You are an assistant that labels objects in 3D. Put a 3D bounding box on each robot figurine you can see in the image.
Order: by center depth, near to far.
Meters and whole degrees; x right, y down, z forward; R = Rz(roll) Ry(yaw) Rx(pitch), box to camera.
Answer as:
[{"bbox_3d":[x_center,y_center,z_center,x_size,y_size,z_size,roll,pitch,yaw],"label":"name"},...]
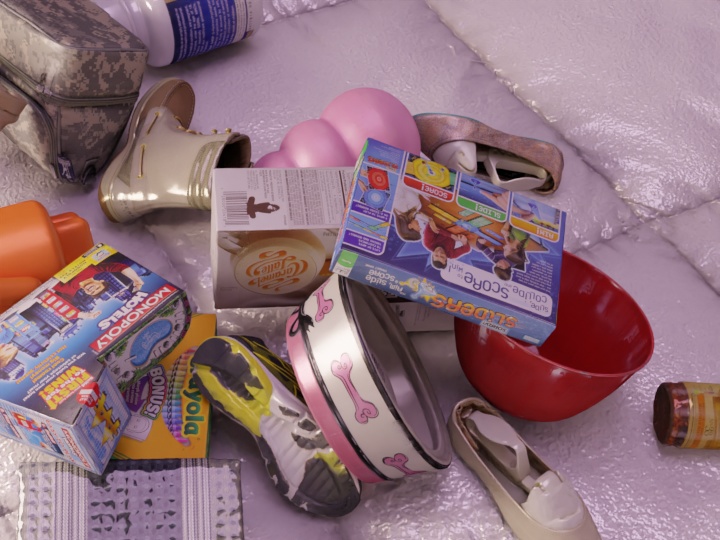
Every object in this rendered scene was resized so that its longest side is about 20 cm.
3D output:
[{"bbox_3d":[-0.356,0.001,1.138,0.198,0.117,0.145,-17,56,-21],"label":"robot figurine"}]

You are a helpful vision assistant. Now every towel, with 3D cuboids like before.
[{"bbox_3d":[-0.186,0.253,0.954,0.190,0.035,0.203,0,67,-8],"label":"towel"}]

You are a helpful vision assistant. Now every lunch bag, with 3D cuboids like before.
[{"bbox_3d":[-0.345,-0.208,1.304,0.199,0.169,0.139,35,30,25],"label":"lunch bag"}]

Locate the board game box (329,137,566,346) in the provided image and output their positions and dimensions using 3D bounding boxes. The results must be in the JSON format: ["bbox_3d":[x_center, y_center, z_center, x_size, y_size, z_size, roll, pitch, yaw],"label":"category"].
[{"bbox_3d":[0.081,-0.027,1.040,0.198,0.035,0.137,20,51,-7],"label":"board game box"}]

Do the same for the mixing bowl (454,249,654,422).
[{"bbox_3d":[0.167,0.070,1.126,0.198,0.109,0.201,15,34,-10],"label":"mixing bowl"}]

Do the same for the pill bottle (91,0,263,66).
[{"bbox_3d":[-0.231,-0.318,1.447,0.198,0.121,0.120,-25,54,-26],"label":"pill bottle"}]

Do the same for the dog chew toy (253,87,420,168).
[{"bbox_3d":[-0.033,-0.117,1.288,0.198,0.125,0.125,-28,55,-19],"label":"dog chew toy"}]

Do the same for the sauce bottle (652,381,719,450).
[{"bbox_3d":[0.383,0.141,1.131,0.197,0.066,0.067,1,47,-3],"label":"sauce bottle"}]

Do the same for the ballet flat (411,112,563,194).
[{"bbox_3d":[0.141,-0.128,1.338,0.197,0.068,0.068,10,58,-11],"label":"ballet flat"}]

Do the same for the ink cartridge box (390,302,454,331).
[{"bbox_3d":[0.000,0.000,1.215,0.197,0.068,0.117,0,47,-9],"label":"ink cartridge box"}]

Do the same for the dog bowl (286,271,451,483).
[{"bbox_3d":[0.004,0.098,1.051,0.073,0.200,0.202,-27,48,12],"label":"dog bowl"}]

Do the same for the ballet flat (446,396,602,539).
[{"bbox_3d":[0.148,0.188,1.060,0.069,0.070,0.200,-27,56,-28],"label":"ballet flat"}]

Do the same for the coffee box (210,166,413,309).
[{"bbox_3d":[-0.041,-0.031,1.115,0.197,0.115,0.080,-1,51,-10],"label":"coffee box"}]

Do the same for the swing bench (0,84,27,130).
[{"bbox_3d":[-0.453,-0.134,1.187,0.199,0.130,0.200,37,92,25],"label":"swing bench"}]

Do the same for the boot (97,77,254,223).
[{"bbox_3d":[-0.182,-0.137,1.280,0.153,0.072,0.202,-3,48,27],"label":"boot"}]

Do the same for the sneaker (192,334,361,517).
[{"bbox_3d":[-0.062,0.130,1.067,0.201,0.074,0.085,50,23,4],"label":"sneaker"}]

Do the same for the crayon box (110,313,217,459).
[{"bbox_3d":[-0.194,0.131,1.078,0.117,0.059,0.202,2,47,-4],"label":"crayon box"}]

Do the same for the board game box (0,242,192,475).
[{"bbox_3d":[-0.242,0.082,1.018,0.199,0.062,0.199,-39,41,-23],"label":"board game box"}]
